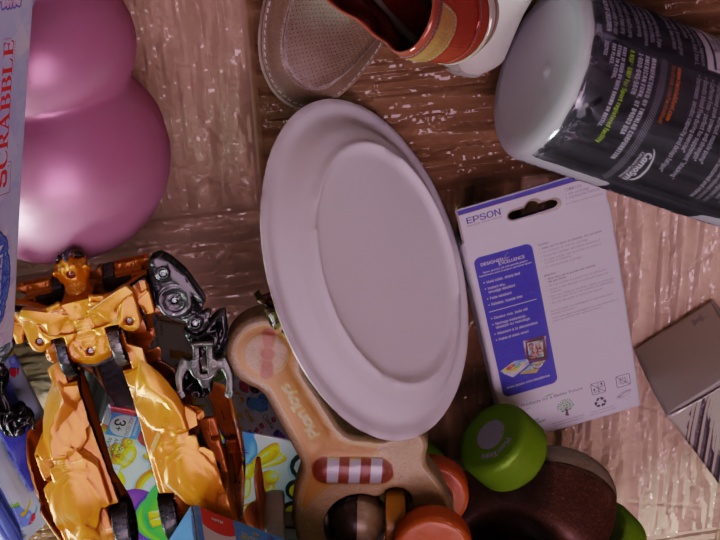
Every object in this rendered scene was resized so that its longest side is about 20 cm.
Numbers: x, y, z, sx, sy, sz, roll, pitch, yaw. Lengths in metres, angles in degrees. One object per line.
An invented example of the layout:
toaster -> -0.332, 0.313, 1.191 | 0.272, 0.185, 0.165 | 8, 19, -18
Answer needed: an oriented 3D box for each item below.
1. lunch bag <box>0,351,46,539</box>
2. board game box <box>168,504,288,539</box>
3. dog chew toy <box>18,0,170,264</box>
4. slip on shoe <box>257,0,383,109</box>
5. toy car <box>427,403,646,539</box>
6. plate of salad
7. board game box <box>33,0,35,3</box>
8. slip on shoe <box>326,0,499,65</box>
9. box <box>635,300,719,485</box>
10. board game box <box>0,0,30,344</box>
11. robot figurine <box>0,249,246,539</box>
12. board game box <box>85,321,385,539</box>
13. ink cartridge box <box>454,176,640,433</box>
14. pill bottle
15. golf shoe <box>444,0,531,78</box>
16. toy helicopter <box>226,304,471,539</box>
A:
lunch bag -> -0.261, 0.074, 0.834 | 0.160, 0.082, 0.200 | 5, 127, 34
board game box -> -0.055, 0.252, 0.819 | 0.195, 0.056, 0.200 | 24, 112, -23
dog chew toy -> -0.170, -0.107, 0.764 | 0.124, 0.125, 0.201 | -8, 115, -5
slip on shoe -> 0.004, -0.170, 0.785 | 0.076, 0.061, 0.200 | 23, 116, -23
toy car -> 0.091, 0.221, 0.952 | 0.157, 0.200, 0.164 | -20, 132, 35
plate of salad -> 0.000, 0.000, 0.829 | 0.048, 0.200, 0.200 | -15, 130, 34
board game box -> -0.280, -0.134, 0.709 | 0.199, 0.041, 0.200 | 40, 111, 5
slip on shoe -> -0.014, -0.180, 0.723 | 0.200, 0.061, 0.074 | 48, 123, 11
box -> 0.277, 0.121, 1.014 | 0.068, 0.082, 0.200 | -34, 121, 13
board game box -> -0.252, -0.076, 0.662 | 0.199, 0.041, 0.200 | 11, 106, 14
robot figurine -> -0.132, 0.079, 0.788 | 0.144, 0.058, 0.201 | -12, 110, 1
board game box -> -0.081, 0.113, 0.926 | 0.199, 0.105, 0.103 | 13, 119, -18
ink cartridge box -> 0.122, 0.019, 0.944 | 0.099, 0.039, 0.200 | -15, 125, -1
pill bottle -> 0.187, -0.088, 0.844 | 0.199, 0.106, 0.106 | 16, 118, -21
golf shoe -> 0.099, -0.176, 0.760 | 0.097, 0.078, 0.200 | 25, 135, 12
toy helicopter -> -0.026, 0.111, 0.844 | 0.132, 0.079, 0.200 | -26, 109, 12
